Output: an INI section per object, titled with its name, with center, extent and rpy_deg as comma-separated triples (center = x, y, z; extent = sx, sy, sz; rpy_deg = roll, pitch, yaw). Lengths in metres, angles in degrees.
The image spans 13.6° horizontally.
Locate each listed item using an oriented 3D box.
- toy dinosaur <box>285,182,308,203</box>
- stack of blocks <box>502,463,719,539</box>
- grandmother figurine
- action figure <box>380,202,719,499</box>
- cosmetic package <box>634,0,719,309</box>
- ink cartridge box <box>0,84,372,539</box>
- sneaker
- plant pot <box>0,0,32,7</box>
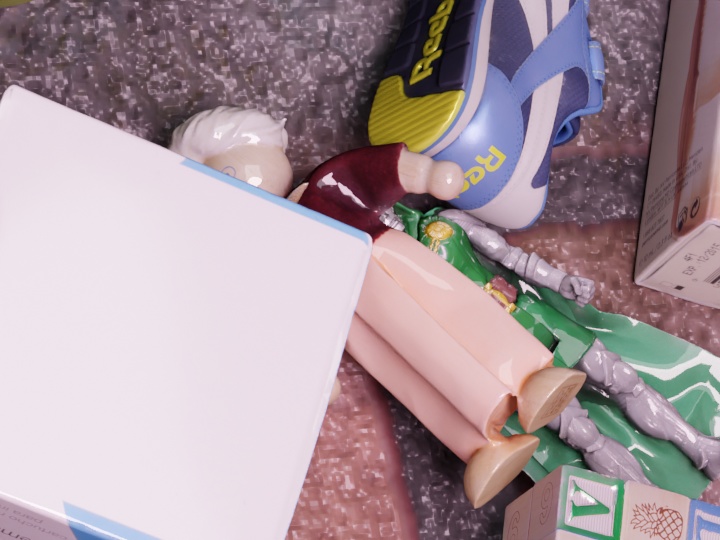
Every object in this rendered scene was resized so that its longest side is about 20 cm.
[toy dinosaur]
center = -0.098, -0.012, 1.202
extent = 0.199, 0.106, 0.061
rpy_deg = 12, 79, 23
[stack of blocks]
center = 0.084, 0.183, 1.185
extent = 0.115, 0.059, 0.201
rpy_deg = 16, 63, -16
[grandmother figurine]
center = 0.000, 0.000, 1.244
extent = 0.200, 0.061, 0.122
rpy_deg = 39, 101, 15
[action figure]
center = 0.071, 0.034, 1.288
extent = 0.200, 0.055, 0.118
rpy_deg = 38, 65, 0
[cosmetic package]
center = 0.194, -0.085, 1.356
extent = 0.103, 0.087, 0.201
rpy_deg = 14, 66, -14
[ink cartridge box]
center = -0.110, 0.053, 1.126
extent = 0.146, 0.200, 0.147
rpy_deg = 22, 66, -12
[sneaker]
center = 0.067, -0.101, 1.322
extent = 0.082, 0.074, 0.201
rpy_deg = 41, 50, -23
[plant pot]
center = -0.137, -0.197, 1.214
extent = 0.199, 0.190, 0.201
rpy_deg = 7, 67, -18
